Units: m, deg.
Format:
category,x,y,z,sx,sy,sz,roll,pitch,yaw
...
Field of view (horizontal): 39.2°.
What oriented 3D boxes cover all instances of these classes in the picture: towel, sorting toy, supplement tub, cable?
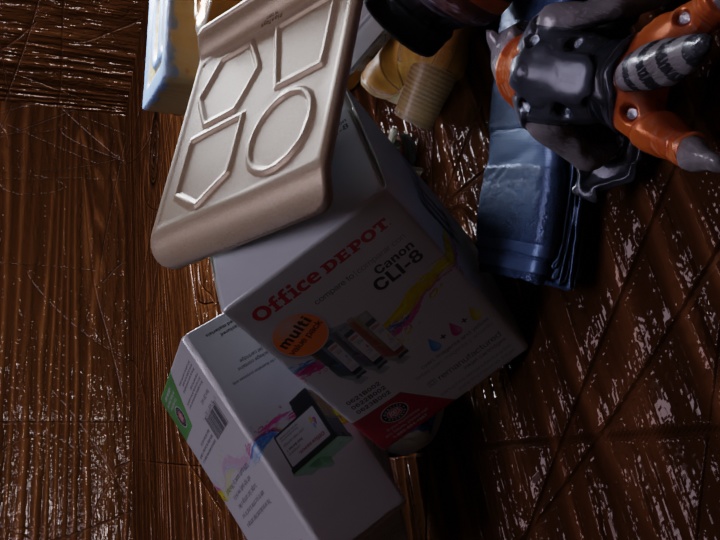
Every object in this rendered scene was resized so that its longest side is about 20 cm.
category,x,y,z,sx,sy,sz,roll,pitch,yaw
towel,0.126,-0.092,0.701,0.111,0.048,0.203,-160,74,-69
sorting toy,-0.068,-0.110,0.706,0.184,0.036,0.203,-18,57,42
supplement tub,0.086,-0.240,0.671,0.200,0.106,0.108,-46,39,28
cable,0.013,-0.061,1.006,0.201,0.050,0.098,122,148,-50

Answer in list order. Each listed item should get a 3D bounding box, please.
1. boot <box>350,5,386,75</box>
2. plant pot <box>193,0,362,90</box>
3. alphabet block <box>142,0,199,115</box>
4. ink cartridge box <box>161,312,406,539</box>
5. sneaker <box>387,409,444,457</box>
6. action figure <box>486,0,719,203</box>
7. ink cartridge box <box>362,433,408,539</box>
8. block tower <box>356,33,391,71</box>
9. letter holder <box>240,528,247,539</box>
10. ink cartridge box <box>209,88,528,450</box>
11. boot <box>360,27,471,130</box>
category,x,y,z,sx,sy,sz,roll,pitch,yaw
boot,0.000,-0.257,0.890,0.201,0.095,0.074,-50,3,-5
plant pot,-0.090,-0.315,1.151,0.200,0.181,0.203,-176,90,-70
alphabet block,-0.187,-0.322,1.405,0.196,0.197,0.198,175,100,-70
ink cartridge box,-0.068,0.142,0.811,0.201,0.083,0.145,55,151,12
sneaker,0.035,0.063,0.898,0.146,0.080,0.203,-18,66,60
action figure,0.144,-0.136,0.562,0.192,0.104,0.203,10,102,54
ink cartridge box,-0.033,0.181,0.919,0.175,0.044,0.202,23,133,50
block tower,0.024,-0.304,1.021,0.058,0.053,0.203,156,116,-68
letter holder,-0.068,0.215,1.113,0.143,0.099,0.202,-114,34,-50
ink cartridge box,0.000,0.000,0.752,0.145,0.200,0.145,-36,37,13
boot,0.063,-0.212,0.899,0.201,0.070,0.146,-116,47,-69
